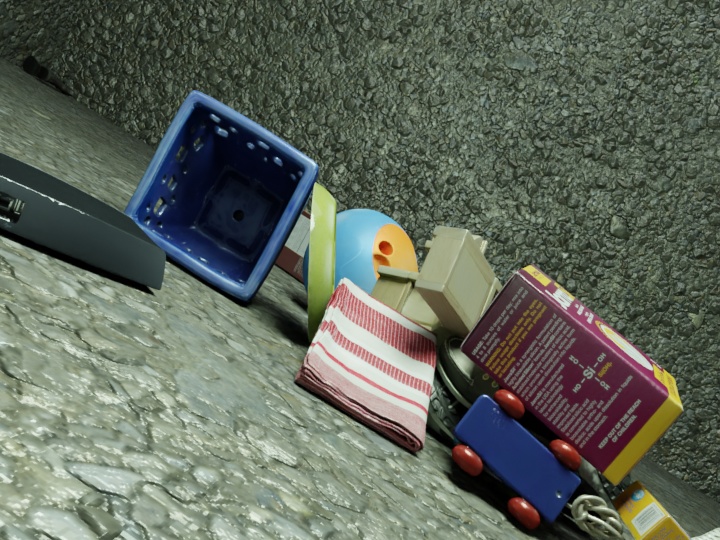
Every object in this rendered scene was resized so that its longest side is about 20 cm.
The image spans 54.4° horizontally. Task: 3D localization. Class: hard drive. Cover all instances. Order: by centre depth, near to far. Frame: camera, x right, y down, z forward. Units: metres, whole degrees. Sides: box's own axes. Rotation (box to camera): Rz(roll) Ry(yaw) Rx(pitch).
[{"bbox_3d":[-0.280,-0.052,0.648,0.198,0.043,0.134,29,3,-43],"label":"hard drive"}]

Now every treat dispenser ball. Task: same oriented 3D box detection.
[{"bbox_3d":[0.000,0.000,1.177,0.198,0.204,0.201,30,2,-1],"label":"treat dispenser ball"}]

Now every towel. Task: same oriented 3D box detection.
[{"bbox_3d":[0.018,0.090,0.753,0.142,0.023,0.201,31,28,-5],"label":"towel"}]

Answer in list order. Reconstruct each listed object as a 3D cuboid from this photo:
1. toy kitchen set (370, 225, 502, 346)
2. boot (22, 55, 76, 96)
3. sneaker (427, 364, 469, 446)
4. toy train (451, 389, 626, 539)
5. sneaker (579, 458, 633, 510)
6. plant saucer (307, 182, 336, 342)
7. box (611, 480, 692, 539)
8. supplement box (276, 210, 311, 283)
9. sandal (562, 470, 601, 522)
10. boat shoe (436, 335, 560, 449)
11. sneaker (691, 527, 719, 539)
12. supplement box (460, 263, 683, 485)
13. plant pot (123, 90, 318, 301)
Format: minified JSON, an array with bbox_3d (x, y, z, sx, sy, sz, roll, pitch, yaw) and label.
[{"bbox_3d":[0.086,-0.016,0.892,0.196,0.166,0.181,11,-24,38],"label":"toy kitchen set"},{"bbox_3d":[-1.317,-0.812,2.969,0.198,0.070,0.174,37,-1,22],"label":"boot"},{"bbox_3d":[0.073,0.139,0.852,0.073,0.080,0.200,-28,67,-39],"label":"sneaker"},{"bbox_3d":[0.176,0.215,0.700,0.199,0.085,0.116,41,-13,11],"label":"toy train"},{"bbox_3d":[0.257,0.198,0.867,0.073,0.079,0.205,-5,70,-39],"label":"sneaker"},{"bbox_3d":[-0.048,-0.010,0.908,0.030,0.206,0.200,2,3,0],"label":"plant saucer"},{"bbox_3d":[0.314,0.290,0.621,0.200,0.041,0.119,48,6,8],"label":"box"},{"bbox_3d":[-0.084,-0.032,1.593,0.198,0.135,0.196,32,2,30],"label":"supplement box"},{"bbox_3d":[0.210,0.218,0.828,0.199,0.045,0.076,37,-36,29],"label":"sandal"},{"bbox_3d":[0.164,0.141,0.787,0.071,0.061,0.202,-25,58,-35],"label":"boat shoe"},{"bbox_3d":[0.494,0.386,0.979,0.198,0.086,0.072,27,5,-41],"label":"sneaker"},{"bbox_3d":[0.218,0.097,0.726,0.199,0.104,0.130,40,17,14],"label":"supplement box"},{"bbox_3d":[-0.178,-0.089,0.958,0.197,0.203,0.180,29,-5,1],"label":"plant pot"}]
